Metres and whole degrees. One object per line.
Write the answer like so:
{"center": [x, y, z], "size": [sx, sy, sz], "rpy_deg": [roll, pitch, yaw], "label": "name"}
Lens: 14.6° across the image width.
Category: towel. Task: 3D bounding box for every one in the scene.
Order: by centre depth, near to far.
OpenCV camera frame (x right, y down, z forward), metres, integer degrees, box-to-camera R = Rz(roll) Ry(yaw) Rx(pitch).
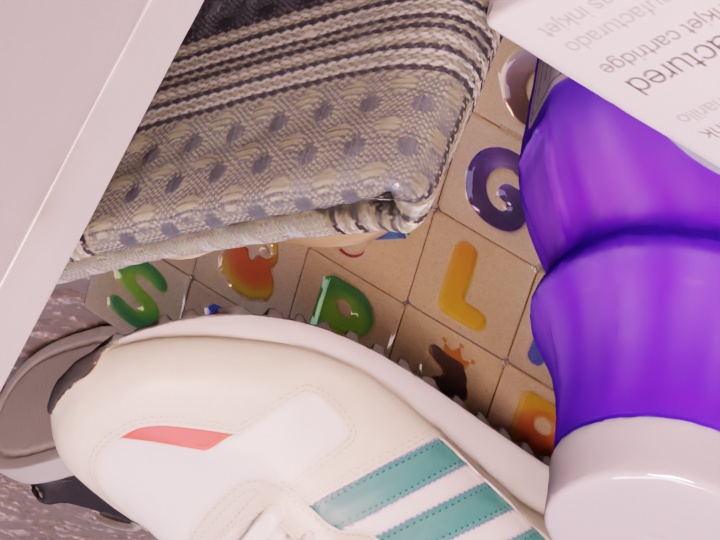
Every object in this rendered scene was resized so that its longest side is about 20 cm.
{"center": [-0.039, -0.065, 0.624], "size": [0.199, 0.193, 0.035], "rpy_deg": [-10, 135, 34], "label": "towel"}

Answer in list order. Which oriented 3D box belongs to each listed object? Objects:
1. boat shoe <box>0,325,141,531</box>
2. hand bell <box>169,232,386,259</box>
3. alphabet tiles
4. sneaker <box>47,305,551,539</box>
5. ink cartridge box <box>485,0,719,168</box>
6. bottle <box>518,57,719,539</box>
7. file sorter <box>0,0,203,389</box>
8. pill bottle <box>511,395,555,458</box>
{"center": [-0.047, 0.052, 0.947], "size": [0.200, 0.074, 0.060], "rpy_deg": [-15, 140, 44], "label": "boat shoe"}
{"center": [-0.073, -0.014, 0.691], "size": [0.104, 0.200, 0.104], "rpy_deg": [17, 123, 28], "label": "hand bell"}
{"center": [0.000, 0.000, 0.786], "size": [0.166, 0.006, 0.200], "rpy_deg": [32, 129, 18], "label": "alphabet tiles"}
{"center": [0.008, 0.085, 0.732], "size": [0.199, 0.094, 0.070], "rpy_deg": [29, 128, -20], "label": "sneaker"}
{"center": [0.154, -0.084, 0.559], "size": [0.200, 0.145, 0.147], "rpy_deg": [29, 146, -27], "label": "ink cartridge box"}
{"center": [0.077, -0.027, 0.631], "size": [0.083, 0.201, 0.065], "rpy_deg": [17, 146, -6], "label": "bottle"}
{"center": [-0.152, -0.063, 0.570], "size": [0.200, 0.139, 0.124], "rpy_deg": [23, 174, 43], "label": "file sorter"}
{"center": [0.102, 0.039, 0.821], "size": [0.199, 0.115, 0.114], "rpy_deg": [-3, 147, 26], "label": "pill bottle"}
